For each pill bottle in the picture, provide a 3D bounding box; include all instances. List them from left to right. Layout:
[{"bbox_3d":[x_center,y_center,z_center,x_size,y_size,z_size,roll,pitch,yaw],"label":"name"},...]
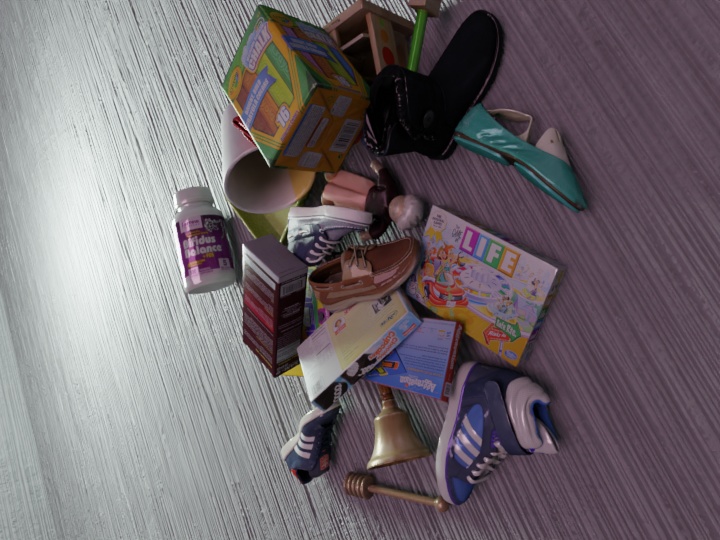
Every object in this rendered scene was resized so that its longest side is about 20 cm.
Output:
[{"bbox_3d":[-0.332,-0.064,1.105,0.110,0.110,0.208,-21,81,40],"label":"pill bottle"}]

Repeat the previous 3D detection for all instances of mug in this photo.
[{"bbox_3d":[-0.145,-0.201,0.859,0.151,0.180,0.157,-55,46,44],"label":"mug"}]

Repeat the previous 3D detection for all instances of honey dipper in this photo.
[{"bbox_3d":[0.055,0.353,0.842,0.195,0.037,0.040,-8,89,40],"label":"honey dipper"}]

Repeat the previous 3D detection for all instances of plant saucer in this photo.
[{"bbox_3d":[-0.160,-0.162,0.982,0.201,0.047,0.203,48,123,28],"label":"plant saucer"}]

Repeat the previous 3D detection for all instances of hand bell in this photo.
[{"bbox_3d":[0.040,0.191,0.824,0.103,0.102,0.207,-30,61,39],"label":"hand bell"}]

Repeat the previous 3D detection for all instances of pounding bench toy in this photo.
[{"bbox_3d":[0.036,-0.274,0.741,0.196,0.122,0.163,-15,84,41],"label":"pounding bench toy"}]

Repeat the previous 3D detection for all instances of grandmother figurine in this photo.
[{"bbox_3d":[0.018,-0.105,0.819,0.196,0.059,0.126,22,116,42],"label":"grandmother figurine"}]

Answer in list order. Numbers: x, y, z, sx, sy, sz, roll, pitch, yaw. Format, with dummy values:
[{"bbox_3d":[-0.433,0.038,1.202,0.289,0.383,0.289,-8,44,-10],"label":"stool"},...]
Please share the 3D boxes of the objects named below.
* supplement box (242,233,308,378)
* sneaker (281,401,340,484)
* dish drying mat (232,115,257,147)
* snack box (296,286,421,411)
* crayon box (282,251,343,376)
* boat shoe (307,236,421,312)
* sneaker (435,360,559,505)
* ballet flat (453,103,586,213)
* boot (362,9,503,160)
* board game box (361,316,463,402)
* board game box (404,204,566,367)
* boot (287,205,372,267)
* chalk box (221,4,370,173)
[{"bbox_3d":[-0.144,0.060,0.870,0.108,0.060,0.206,37,132,35],"label":"supplement box"},{"bbox_3d":[-0.073,0.306,0.931,0.086,0.073,0.203,54,135,26],"label":"sneaker"},{"bbox_3d":[-0.099,-0.231,0.796,0.076,0.199,0.018,37,134,12],"label":"dish drying mat"},{"bbox_3d":[-0.008,0.100,0.794,0.199,0.037,0.117,-43,36,11],"label":"snack box"},{"bbox_3d":[-0.093,0.080,0.935,0.168,0.057,0.209,-6,89,43],"label":"crayon box"},{"bbox_3d":[0.000,0.000,0.778,0.196,0.072,0.077,-28,36,30],"label":"boat shoe"},{"bbox_3d":[0.180,0.231,0.683,0.143,0.079,0.209,14,98,44],"label":"sneaker"},{"bbox_3d":[0.202,-0.150,0.644,0.199,0.067,0.072,40,105,30],"label":"ballet flat"},{"bbox_3d":[0.091,-0.236,0.665,0.076,0.165,0.205,37,117,29],"label":"boot"},{"bbox_3d":[0.060,0.119,0.770,0.196,0.019,0.107,1,72,51],"label":"board game box"},{"bbox_3d":[0.159,0.014,0.714,0.197,0.034,0.139,32,114,36],"label":"board game box"},{"bbox_3d":[-0.052,-0.048,0.814,0.197,0.071,0.094,7,91,55],"label":"boot"},{"bbox_3d":[-0.092,-0.247,0.695,0.126,0.122,0.203,-51,62,32],"label":"chalk box"}]
